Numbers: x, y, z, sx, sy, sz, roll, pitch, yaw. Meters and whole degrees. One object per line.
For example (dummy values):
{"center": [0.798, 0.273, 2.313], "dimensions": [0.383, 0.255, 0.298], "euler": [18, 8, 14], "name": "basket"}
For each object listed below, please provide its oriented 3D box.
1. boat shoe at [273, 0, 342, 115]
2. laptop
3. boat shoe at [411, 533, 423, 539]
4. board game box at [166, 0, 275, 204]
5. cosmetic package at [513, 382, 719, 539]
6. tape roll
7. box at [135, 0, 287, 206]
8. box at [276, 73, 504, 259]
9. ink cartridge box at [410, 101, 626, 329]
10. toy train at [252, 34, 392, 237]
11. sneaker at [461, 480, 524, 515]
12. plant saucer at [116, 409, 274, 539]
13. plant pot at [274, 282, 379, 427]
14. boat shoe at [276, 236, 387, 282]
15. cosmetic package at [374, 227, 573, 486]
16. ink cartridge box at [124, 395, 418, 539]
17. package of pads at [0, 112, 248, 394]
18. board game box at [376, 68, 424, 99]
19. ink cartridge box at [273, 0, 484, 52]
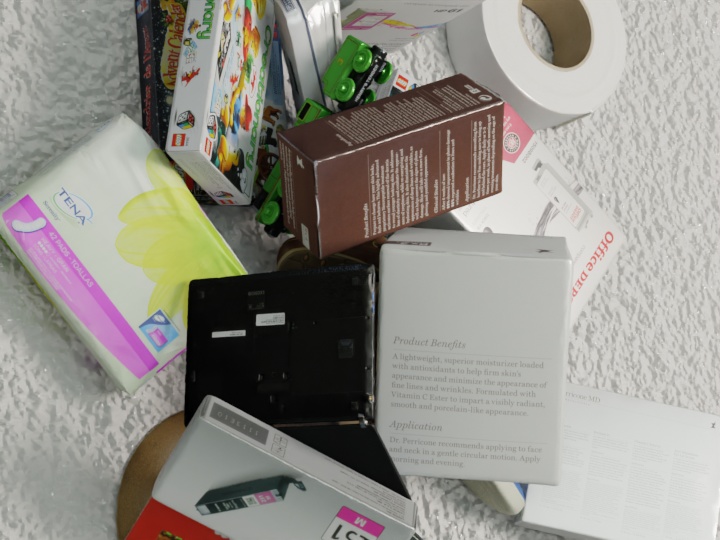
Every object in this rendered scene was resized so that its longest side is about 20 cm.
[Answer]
{"center": [-0.029, -0.174, 1.350], "dimensions": [0.065, 0.074, 0.200], "euler": [-20, 135, -9], "name": "boat shoe"}
{"center": [-0.049, 0.107, 1.205], "dimensions": [0.103, 0.176, 0.201], "euler": [24, 63, -62], "name": "laptop"}
{"center": [0.079, 0.327, 1.364], "dimensions": [0.076, 0.060, 0.200], "euler": [-36, 99, -32], "name": "boat shoe"}
{"center": [-0.121, -0.174, 1.271], "dimensions": [0.126, 0.034, 0.201], "euler": [49, 45, -67], "name": "board game box"}
{"center": [0.268, 0.206, 1.464], "dimensions": [0.199, 0.052, 0.151], "euler": [13, 75, 0], "name": "cosmetic package"}
{"center": [0.194, -0.257, 1.563], "dimensions": [0.202, 0.071, 0.203], "euler": [8, 74, -31], "name": "tape roll"}
{"center": [-0.138, -0.162, 1.353], "dimensions": [0.136, 0.038, 0.201], "euler": [1, 79, -32], "name": "box"}
{"center": [0.029, -0.095, 1.280], "dimensions": [0.199, 0.075, 0.101], "euler": [-21, 128, -26], "name": "box"}
{"center": [0.155, -0.045, 1.441], "dimensions": [0.200, 0.083, 0.147], "euler": [45, 60, -16], "name": "ink cartridge box"}
{"center": [-0.039, -0.122, 1.301], "dimensions": [0.042, 0.056, 0.200], "euler": [23, 103, -44], "name": "toy train"}
{"center": [0.125, 0.138, 1.425], "dimensions": [0.111, 0.077, 0.200], "euler": [-38, 94, -23], "name": "sneaker"}
{"center": [-0.119, 0.218, 1.281], "dimensions": [0.199, 0.035, 0.201], "euler": [7, 76, -30], "name": "plant saucer"}
{"center": [-0.026, 0.110, 1.303], "dimensions": [0.092, 0.201, 0.202], "euler": [1, 75, 7], "name": "plant pot"}
{"center": [0.001, 0.000, 1.391], "dimensions": [0.199, 0.072, 0.068], "euler": [13, 42, -34], "name": "boat shoe"}
{"center": [0.101, 0.071, 1.278], "dimensions": [0.164, 0.165, 0.201], "euler": [4, 98, 6], "name": "cosmetic package"}
{"center": [-0.080, 0.218, 1.181], "dimensions": [0.199, 0.174, 0.044], "euler": [28, 24, -8], "name": "ink cartridge box"}
{"center": [-0.203, -0.017, 1.242], "dimensions": [0.154, 0.068, 0.200], "euler": [-40, 102, -15], "name": "package of pads"}
{"center": [0.090, -0.104, 1.484], "dimensions": [0.200, 0.035, 0.127], "euler": [29, 66, -24], "name": "board game box"}
{"center": [0.021, -0.279, 1.382], "dimensions": [0.144, 0.200, 0.085], "euler": [-4, 81, -32], "name": "ink cartridge box"}
